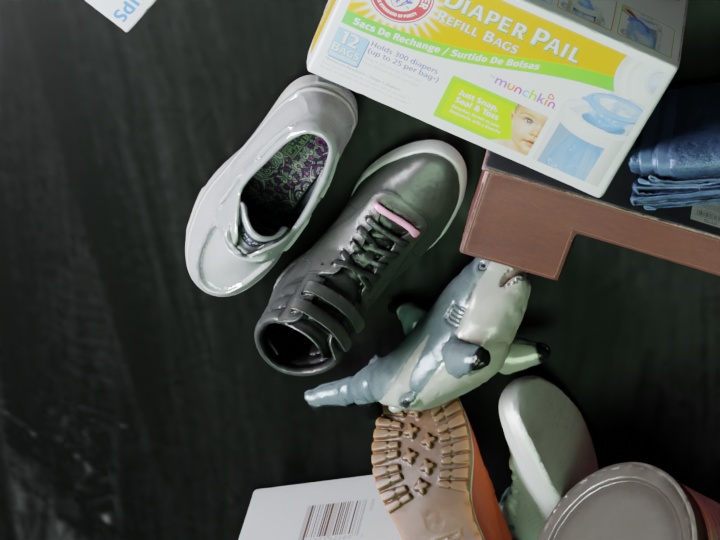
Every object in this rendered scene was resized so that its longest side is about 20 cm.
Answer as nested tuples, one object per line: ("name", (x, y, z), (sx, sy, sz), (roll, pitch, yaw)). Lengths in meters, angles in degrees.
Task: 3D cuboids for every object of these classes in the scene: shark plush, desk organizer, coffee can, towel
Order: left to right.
("shark plush", (0.048, 0.052, 1.518), (0.200, 0.091, 0.083), (-34, 72, 44))
("desk organizer", (0.171, -0.032, 1.408), (0.200, 0.072, 0.077), (17, 132, 0))
("coffee can", (0.235, 0.235, 1.515), (0.146, 0.147, 0.200), (-33, 135, 32))
("towel", (0.265, -0.081, 1.319), (0.199, 0.112, 0.049), (-6, 119, 17))

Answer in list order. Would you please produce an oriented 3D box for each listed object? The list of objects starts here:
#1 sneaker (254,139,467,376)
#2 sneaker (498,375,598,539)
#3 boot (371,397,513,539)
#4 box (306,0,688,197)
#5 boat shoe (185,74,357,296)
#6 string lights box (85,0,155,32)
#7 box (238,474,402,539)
("sneaker", (0.000, 0.000, 1.456), (0.071, 0.099, 0.200), (36, 126, -13))
("sneaker", (0.131, 0.160, 1.575), (0.088, 0.075, 0.200), (-7, 127, 34))
("boot", (0.067, 0.172, 1.559), (0.075, 0.200, 0.107), (-18, 164, 20))
("box", (0.084, -0.149, 1.315), (0.200, 0.101, 0.113), (22, 130, -5))
("boat shoe", (-0.063, -0.042, 1.456), (0.072, 0.069, 0.200), (34, 127, -14))
("string lights box", (-0.191, -0.245, 1.304), (0.200, 0.103, 0.059), (37, 126, -16))
("box", (0.008, 0.264, 1.658), (0.152, 0.106, 0.200), (-10, 125, 20))
